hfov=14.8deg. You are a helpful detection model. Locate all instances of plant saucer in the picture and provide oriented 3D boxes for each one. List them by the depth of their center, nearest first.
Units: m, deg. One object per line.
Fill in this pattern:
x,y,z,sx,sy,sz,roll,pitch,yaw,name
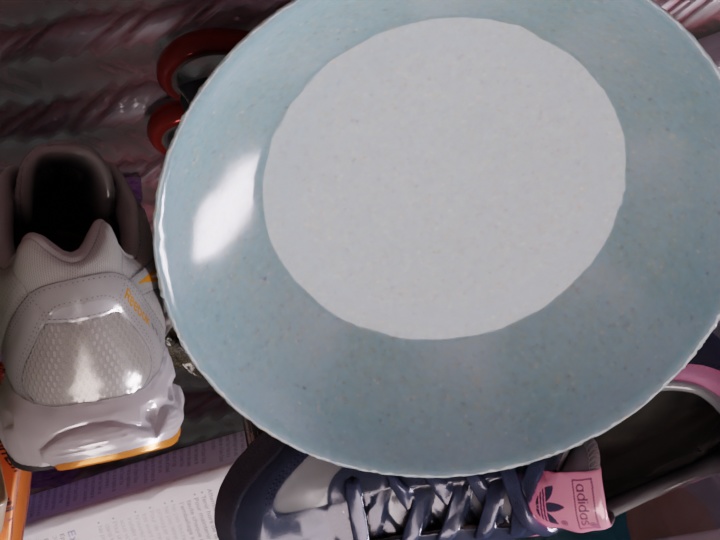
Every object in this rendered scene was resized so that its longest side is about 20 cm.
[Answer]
0.030,-0.023,0.925,0.200,0.039,0.202,-3,120,-6,plant saucer

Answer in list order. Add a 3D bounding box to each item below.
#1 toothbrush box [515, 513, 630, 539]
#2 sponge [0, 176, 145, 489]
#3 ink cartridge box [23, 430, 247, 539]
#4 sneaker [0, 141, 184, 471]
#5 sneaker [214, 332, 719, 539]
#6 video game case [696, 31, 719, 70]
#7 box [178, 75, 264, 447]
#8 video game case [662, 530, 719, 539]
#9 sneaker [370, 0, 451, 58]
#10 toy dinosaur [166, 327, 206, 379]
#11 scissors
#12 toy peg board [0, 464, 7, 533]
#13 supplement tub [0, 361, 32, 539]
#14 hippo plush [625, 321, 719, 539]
0.084,0.148,1.296,0.199,0.147,0.085,-13,148,-1,toothbrush box
-0.158,0.031,1.140,0.111,0.030,0.200,-2,146,-18,sponge
-0.049,0.168,1.181,0.199,0.043,0.197,-16,109,1,ink cartridge box
-0.099,-0.010,0.961,0.075,0.200,0.092,-8,112,-11,sneaker
0.048,0.069,0.989,0.200,0.082,0.070,-22,121,-9,sneaker
0.196,-0.049,1.148,0.143,0.018,0.200,-20,147,10,video game case
0.028,0.008,1.029,0.159,0.046,0.200,-16,119,-12,box
0.112,0.134,1.071,0.200,0.018,0.143,-14,155,36,video game case
-0.011,-0.140,0.895,0.084,0.073,0.200,-5,136,-6,sneaker
0.000,0.000,1.091,0.199,0.088,0.047,-3,149,-18,toy dinosaur
0.015,-0.080,1.045,0.199,0.014,0.073,-12,145,-3,scissors
-0.225,-0.009,0.920,0.199,0.200,0.098,0,128,-18,toy peg board
-0.227,0.072,1.056,0.199,0.123,0.123,7,146,-2,supplement tub
0.187,0.053,1.195,0.200,0.159,0.161,-59,163,-3,hippo plush
